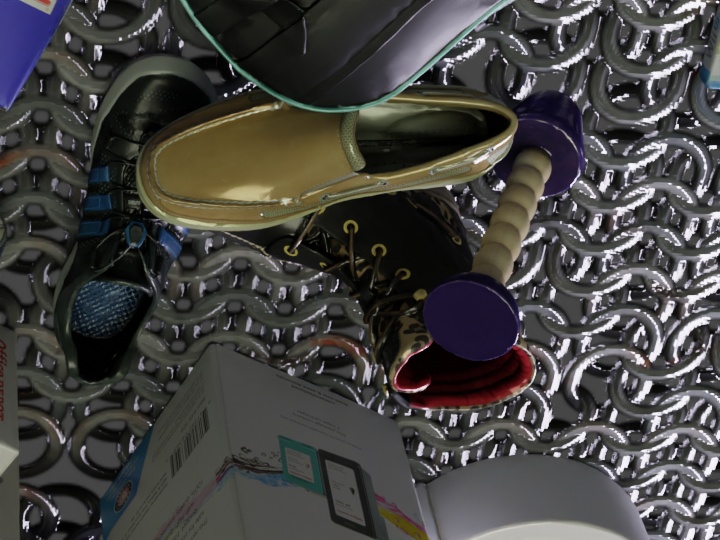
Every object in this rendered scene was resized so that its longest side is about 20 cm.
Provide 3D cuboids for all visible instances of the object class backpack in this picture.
[{"bbox_3d":[-0.004,-0.186,1.013,0.200,0.153,0.176,-45,120,6],"label":"backpack"}]

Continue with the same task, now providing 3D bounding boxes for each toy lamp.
[{"bbox_3d":[0.083,-0.033,1.112,0.058,0.200,0.058,11,128,14],"label":"toy lamp"}]

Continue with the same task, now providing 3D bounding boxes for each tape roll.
[{"bbox_3d":[0.103,0.221,1.368,0.202,0.071,0.203,-5,126,-7],"label":"tape roll"}]

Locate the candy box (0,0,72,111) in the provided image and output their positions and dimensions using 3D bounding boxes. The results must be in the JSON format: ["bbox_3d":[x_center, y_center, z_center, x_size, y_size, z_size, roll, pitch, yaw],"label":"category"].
[{"bbox_3d":[-0.220,-0.198,0.979,0.200,0.077,0.169,30,89,-26],"label":"candy box"}]

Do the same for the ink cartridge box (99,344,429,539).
[{"bbox_3d":[-0.056,0.179,1.228,0.146,0.200,0.147,24,117,-25],"label":"ink cartridge box"}]

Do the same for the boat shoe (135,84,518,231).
[{"bbox_3d":[-0.016,-0.067,1.052,0.200,0.076,0.072,-13,90,-12],"label":"boat shoe"}]

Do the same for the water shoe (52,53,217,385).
[{"bbox_3d":[-0.122,-0.024,1.149,0.071,0.079,0.200,9,122,-17],"label":"water shoe"}]

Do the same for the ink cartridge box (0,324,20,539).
[{"bbox_3d":[-0.261,0.064,1.162,0.200,0.116,0.068,31,115,-28],"label":"ink cartridge box"}]

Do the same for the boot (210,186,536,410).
[{"bbox_3d":[0.000,0.000,1.122,0.200,0.151,0.073,16,123,-40],"label":"boot"}]

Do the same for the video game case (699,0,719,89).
[{"bbox_3d":[0.283,-0.189,1.150,0.143,0.018,0.200,2,124,-13],"label":"video game case"}]

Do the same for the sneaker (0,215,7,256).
[{"bbox_3d":[-0.268,-0.026,1.084,0.200,0.077,0.085,1,150,-42],"label":"sneaker"}]
